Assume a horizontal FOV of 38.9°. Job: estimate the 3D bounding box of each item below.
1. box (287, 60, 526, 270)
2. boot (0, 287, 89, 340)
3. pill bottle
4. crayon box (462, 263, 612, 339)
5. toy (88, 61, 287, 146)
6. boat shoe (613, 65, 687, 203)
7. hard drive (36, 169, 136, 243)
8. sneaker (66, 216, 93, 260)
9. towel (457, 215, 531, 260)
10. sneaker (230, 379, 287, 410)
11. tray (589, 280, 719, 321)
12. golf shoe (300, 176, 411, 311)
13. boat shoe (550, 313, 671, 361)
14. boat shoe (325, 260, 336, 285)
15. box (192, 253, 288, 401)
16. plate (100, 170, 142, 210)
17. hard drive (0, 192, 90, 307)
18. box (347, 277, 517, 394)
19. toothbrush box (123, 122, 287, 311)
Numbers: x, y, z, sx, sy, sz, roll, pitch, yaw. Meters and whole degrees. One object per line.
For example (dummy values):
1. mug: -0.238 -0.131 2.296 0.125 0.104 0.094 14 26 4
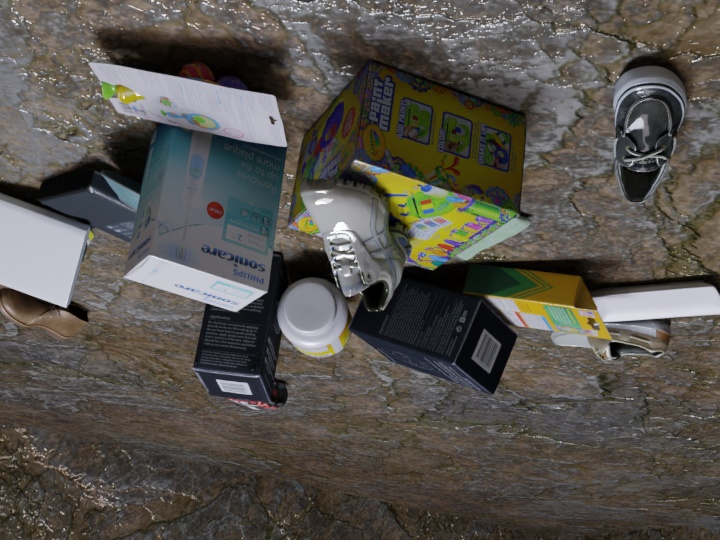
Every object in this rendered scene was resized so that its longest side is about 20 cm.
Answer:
1. box: 0.048 -0.106 1.132 0.192 0.122 0.200 16 157 -20
2. boot: -0.582 0.069 1.878 0.075 0.074 0.200 -23 152 20
3. pill bottle: -0.071 0.073 1.598 0.109 0.109 0.200 6 169 4
4. crayon box: 0.266 0.046 1.499 0.200 0.052 0.126 8 161 27
5. toy: -0.178 -0.192 1.096 0.200 0.047 0.115 9 162 6
6. boat shoe: 0.298 -0.133 1.050 0.072 0.071 0.200 1 157 16
7. hard drive: -0.332 -0.079 1.431 0.139 0.033 0.200 -5 156 43
8. sneaker: -0.499 -0.051 1.503 0.200 0.085 0.074 13 157 -14
9. towel: 0.099 -0.067 1.348 0.200 0.023 0.153 18 155 -24
10. sneaker: -0.261 0.260 2.219 0.200 0.071 0.098 21 153 -33
11. tray: 0.435 0.043 1.514 0.200 0.022 0.107 -6 155 30
12. golf shoe: -0.004 -0.025 1.064 0.078 0.097 0.200 -2 154 29
13. boat shoe: 0.393 0.107 1.623 0.200 0.069 0.075 -10 152 38
14. boat shoe: 0.000 0.000 1.501 0.067 0.057 0.200 18 156 -24
15. box: -0.180 0.086 1.583 0.104 0.200 0.148 6 157 4
16. plate: -0.243 -0.075 1.308 0.200 0.026 0.200 25 -176 -2
17. hard drive: -0.499 -0.039 1.460 0.200 0.026 0.132 20 114 -4
18. box: 0.111 0.094 1.556 0.200 0.107 0.148 15 165 36
19. toothbrush box: -0.177 -0.071 1.185 0.146 0.200 0.085 20 152 -27
